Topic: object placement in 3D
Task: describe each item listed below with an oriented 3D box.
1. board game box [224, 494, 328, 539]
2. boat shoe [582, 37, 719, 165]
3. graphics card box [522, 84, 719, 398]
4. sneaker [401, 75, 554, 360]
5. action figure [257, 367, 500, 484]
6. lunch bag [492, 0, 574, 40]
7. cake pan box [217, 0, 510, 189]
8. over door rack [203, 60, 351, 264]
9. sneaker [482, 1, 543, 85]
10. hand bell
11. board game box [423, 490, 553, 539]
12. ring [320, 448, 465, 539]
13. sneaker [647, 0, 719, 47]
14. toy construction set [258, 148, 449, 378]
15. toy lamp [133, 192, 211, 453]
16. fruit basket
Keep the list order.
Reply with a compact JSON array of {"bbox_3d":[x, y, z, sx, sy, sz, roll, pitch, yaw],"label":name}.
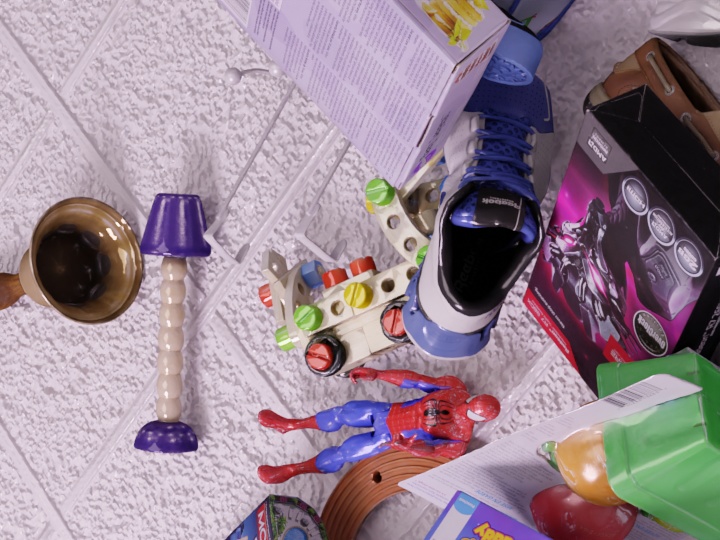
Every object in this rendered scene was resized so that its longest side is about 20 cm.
[{"bbox_3d":[-0.044,0.268,1.254,0.200,0.062,0.200,133,135,-53],"label":"board game box"},{"bbox_3d":[0.220,-0.070,1.090,0.200,0.076,0.074,47,113,28],"label":"boat shoe"},{"bbox_3d":[0.169,0.000,1.081,0.126,0.051,0.200,55,153,26],"label":"graphics card box"},{"bbox_3d":[0.089,-0.046,1.136,0.115,0.080,0.200,126,160,-72],"label":"sneaker"},{"bbox_3d":[-0.002,0.105,1.231,0.200,0.099,0.065,-13,69,32],"label":"action figure"},{"bbox_3d":[0.079,-0.256,1.210,0.200,0.075,0.160,50,120,28],"label":"lunch bag"},{"bbox_3d":[-0.008,-0.158,1.083,0.184,0.052,0.200,48,160,9],"label":"cake pan box"},{"bbox_3d":[-0.045,-0.107,1.254,0.148,0.067,0.200,1,70,58],"label":"over door rack"},{"bbox_3d":[0.041,-0.191,1.158,0.200,0.070,0.078,29,82,20],"label":"sneaker"},{"bbox_3d":[-0.280,0.009,1.494,0.200,0.104,0.104,-15,79,49],"label":"hand bell"},{"bbox_3d":[0.130,0.220,1.078,0.134,0.200,0.045,25,71,37],"label":"board game box"},{"bbox_3d":[0.045,0.220,1.257,0.200,0.019,0.201,-1,89,40],"label":"ring"},{"bbox_3d":[0.262,-0.174,1.062,0.200,0.070,0.080,9,91,39],"label":"sneaker"},{"bbox_3d":[0.000,0.000,1.252,0.200,0.092,0.131,-29,73,35],"label":"toy construction set"},{"bbox_3d":[-0.148,0.040,1.394,0.058,0.058,0.200,7,94,39],"label":"toy lamp"},{"bbox_3d":[0.156,0.122,1.079,0.200,0.185,0.094,-24,50,39],"label":"fruit basket"}]
